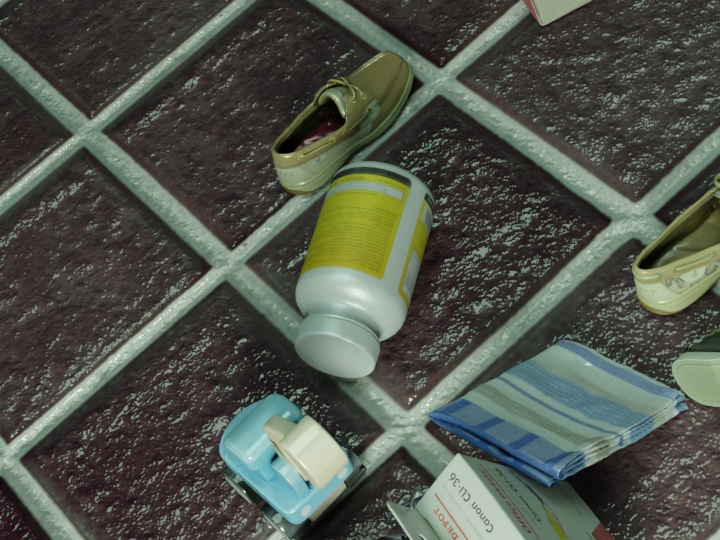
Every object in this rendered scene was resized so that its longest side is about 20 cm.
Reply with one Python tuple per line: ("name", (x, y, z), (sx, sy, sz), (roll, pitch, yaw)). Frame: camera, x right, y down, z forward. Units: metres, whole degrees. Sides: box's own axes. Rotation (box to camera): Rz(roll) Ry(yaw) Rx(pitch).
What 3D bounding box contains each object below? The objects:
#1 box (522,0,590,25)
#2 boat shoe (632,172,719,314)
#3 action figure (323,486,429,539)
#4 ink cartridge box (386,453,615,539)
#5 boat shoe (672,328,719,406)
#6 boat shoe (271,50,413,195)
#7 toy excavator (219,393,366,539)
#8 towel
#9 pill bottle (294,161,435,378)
("box", (0.201, -0.390, 1.883), (0.128, 0.109, 0.200), (-28, 49, 2))
("boat shoe", (0.338, -0.040, 1.596), (0.200, 0.063, 0.073), (-42, 50, -11))
("action figure", (0.040, 0.254, 1.503), (0.200, 0.069, 0.130), (-12, 44, 0))
("ink cartridge box", (0.126, 0.220, 1.399), (0.068, 0.200, 0.117), (-54, 48, 17))
("boat shoe", (0.361, 0.085, 1.461), (0.061, 0.072, 0.201), (-41, 29, -29))
("boat shoe", (-0.019, -0.170, 1.841), (0.074, 0.066, 0.200), (28, 69, 35))
("toy excavator", (-0.067, 0.163, 1.526), (0.100, 0.200, 0.194), (-45, 51, -12))
("towel", (0.177, 0.121, 1.503), (0.147, 0.024, 0.200), (26, 34, 36))
("pill bottle", (0.000, 0.000, 1.677), (0.112, 0.112, 0.200), (2, 56, 24))
